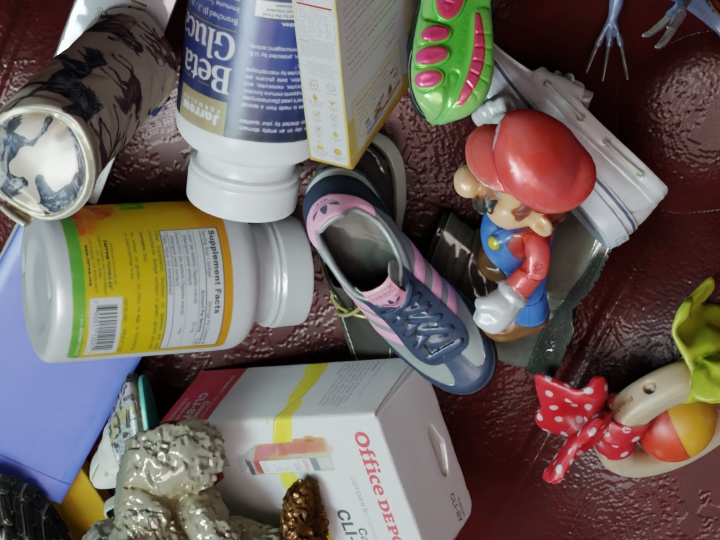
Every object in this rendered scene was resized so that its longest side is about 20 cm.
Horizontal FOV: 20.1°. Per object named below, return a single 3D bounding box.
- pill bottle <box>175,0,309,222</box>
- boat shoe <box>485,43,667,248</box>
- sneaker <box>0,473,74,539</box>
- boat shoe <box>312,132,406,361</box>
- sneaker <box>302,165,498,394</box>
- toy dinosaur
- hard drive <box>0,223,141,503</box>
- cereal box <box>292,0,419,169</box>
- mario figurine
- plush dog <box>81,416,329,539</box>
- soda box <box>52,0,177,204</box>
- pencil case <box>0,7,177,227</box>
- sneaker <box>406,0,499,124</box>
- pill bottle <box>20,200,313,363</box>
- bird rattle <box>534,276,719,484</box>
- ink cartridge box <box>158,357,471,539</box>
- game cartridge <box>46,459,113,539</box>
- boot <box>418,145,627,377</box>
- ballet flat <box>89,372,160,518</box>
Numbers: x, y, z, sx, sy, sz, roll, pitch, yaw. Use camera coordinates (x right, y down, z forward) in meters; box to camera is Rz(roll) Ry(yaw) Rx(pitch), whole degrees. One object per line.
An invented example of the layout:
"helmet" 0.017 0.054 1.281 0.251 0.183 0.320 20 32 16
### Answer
"pill bottle" -0.073 -0.141 1.438 0.110 0.111 0.201 7 115 -3
"boat shoe" 0.139 -0.109 1.463 0.067 0.074 0.200 -40 87 -5
"sneaker" -0.266 0.234 1.590 0.089 0.079 0.200 -22 133 14
"boat shoe" 0.000 0.000 1.519 0.071 0.060 0.202 10 116 37
"sneaker" 0.026 0.020 1.444 0.070 0.082 0.200 -38 104 14
"toy dinosaur" 0.218 -0.217 1.420 0.181 0.105 0.201 16 103 -29
"hard drive" -0.244 0.068 1.563 0.131 0.025 0.201 26 104 -17
"cereal box" 0.002 -0.190 1.370 0.039 0.144 0.201 15 136 21
"mario figurine" 0.094 -0.038 1.403 0.106 0.124 0.200 -31 150 -20
"plush dog" -0.107 0.226 1.500 0.171 0.161 0.200 10 133 -18
"soda box" -0.184 -0.154 1.460 0.068 0.064 0.201 21 113 -9
"pencil case" -0.183 -0.102 1.340 0.077 0.200 0.090 20 118 3
"sneaker" 0.068 -0.194 1.404 0.076 0.084 0.201 21 75 -9
"pill bottle" -0.140 0.005 1.488 0.199 0.111 0.112 -4 117 -22
"bird rattle" 0.231 0.114 1.551 0.200 0.113 0.163 -38 143 3
"ink cartridge box" -0.035 0.151 1.551 0.199 0.083 0.146 -6 116 30
"game cartridge" -0.317 0.180 1.638 0.199 0.032 0.177 -26 112 9
"boot" 0.115 -0.018 1.524 0.130 0.068 0.201 20 112 -3
"ballet flat" -0.174 0.169 1.595 0.072 0.072 0.201 -12 126 6
